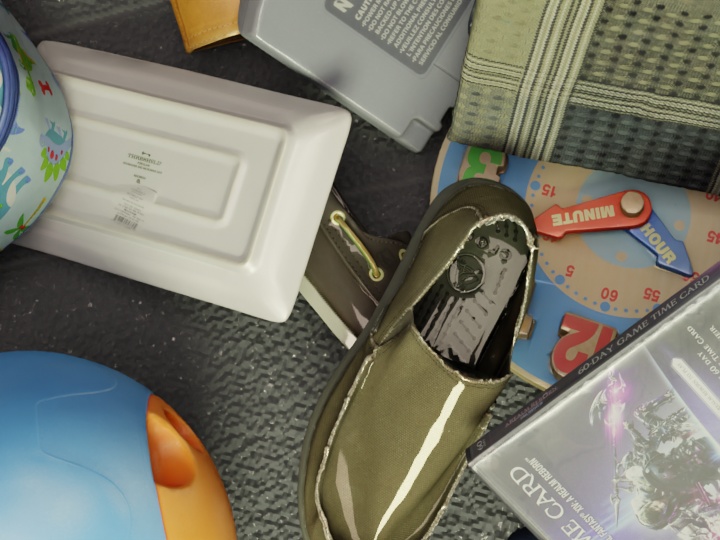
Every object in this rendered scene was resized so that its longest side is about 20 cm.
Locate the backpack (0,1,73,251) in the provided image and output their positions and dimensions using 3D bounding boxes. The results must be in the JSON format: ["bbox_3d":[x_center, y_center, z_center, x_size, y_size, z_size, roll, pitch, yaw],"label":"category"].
[{"bbox_3d":[-0.254,-0.086,1.244,0.183,0.147,0.200,-43,72,1],"label":"backpack"}]

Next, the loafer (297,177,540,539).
[{"bbox_3d":[0.028,0.050,1.188,0.075,0.070,0.201,21,87,-9],"label":"loafer"}]

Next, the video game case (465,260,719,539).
[{"bbox_3d":[0.168,0.072,1.150,0.200,0.019,0.143,-37,115,16],"label":"video game case"}]

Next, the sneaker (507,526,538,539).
[{"bbox_3d":[0.165,0.099,1.236,0.199,0.070,0.109,-1,89,-1],"label":"sneaker"}]

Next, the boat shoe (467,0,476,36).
[{"bbox_3d":[0.094,-0.190,1.228,0.091,0.071,0.201,41,108,29],"label":"boat shoe"}]

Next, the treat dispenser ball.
[{"bbox_3d":[-0.156,0.138,1.199,0.199,0.201,0.202,-1,84,5],"label":"treat dispenser ball"}]

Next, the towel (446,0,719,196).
[{"bbox_3d":[0.141,-0.092,1.153,0.191,0.200,0.035,11,68,-1],"label":"towel"}]

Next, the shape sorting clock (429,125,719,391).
[{"bbox_3d":[0.133,-0.028,1.258,0.199,0.039,0.201,0,76,1],"label":"shape sorting clock"}]

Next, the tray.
[{"bbox_3d":[-0.104,-0.049,1.262,0.199,0.022,0.108,15,87,32],"label":"tray"}]

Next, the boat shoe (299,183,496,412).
[{"bbox_3d":[0.000,0.000,1.262,0.061,0.072,0.201,-45,80,4],"label":"boat shoe"}]

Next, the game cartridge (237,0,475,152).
[{"bbox_3d":[0.030,-0.176,1.263,0.133,0.042,0.201,33,89,-20],"label":"game cartridge"}]

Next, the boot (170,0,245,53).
[{"bbox_3d":[-0.015,-0.197,1.293,0.200,0.071,0.145,-20,92,1],"label":"boot"}]
